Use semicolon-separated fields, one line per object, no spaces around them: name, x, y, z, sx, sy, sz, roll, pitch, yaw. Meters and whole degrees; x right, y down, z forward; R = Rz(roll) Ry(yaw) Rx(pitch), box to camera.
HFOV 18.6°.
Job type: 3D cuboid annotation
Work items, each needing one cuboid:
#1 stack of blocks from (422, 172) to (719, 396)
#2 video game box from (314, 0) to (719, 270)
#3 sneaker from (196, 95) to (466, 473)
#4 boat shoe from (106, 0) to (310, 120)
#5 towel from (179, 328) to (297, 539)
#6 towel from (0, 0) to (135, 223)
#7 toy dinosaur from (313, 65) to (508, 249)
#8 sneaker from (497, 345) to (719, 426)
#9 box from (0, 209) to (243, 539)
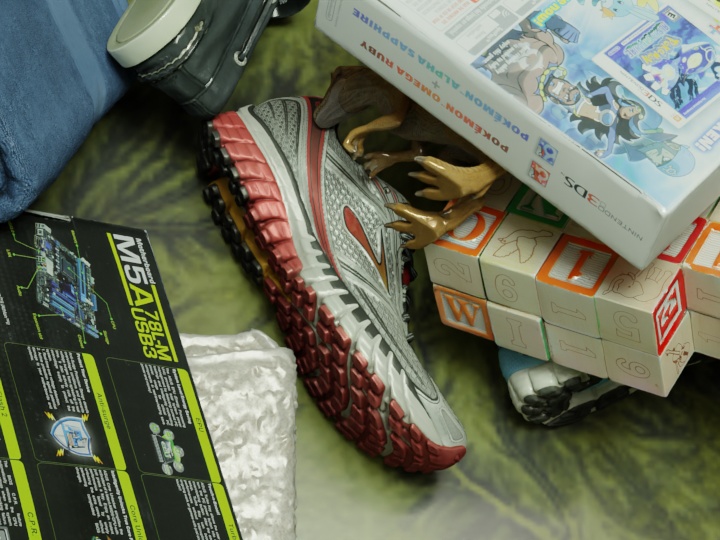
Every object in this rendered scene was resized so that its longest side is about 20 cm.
stack of blocks;0.143;-0.007;0.974;0.199;0.059;0.115;18;55;27
video game box;0.111;-0.116;0.958;0.182;0.047;0.200;37;54;19
sneaker;0.000;0.000;1.020;0.082;0.078;0.201;-22;73;-19
boat shoe;-0.054;-0.145;1.071;0.066;0.074;0.200;48;37;-20
towel;-0.091;0.120;0.976;0.132;0.035;0.201;1;67;-9
towel;-0.154;-0.102;0.980;0.048;0.200;0.112;-18;109;16
toy dinosaur;0.060;-0.062;0.962;0.199;0.061;0.106;12;52;23
sneaker;0.150;-0.004;1.049;0.199;0.078;0.090;-20;69;-17
box;-0.147;0.059;0.891;0.193;0.047;0.201;12;47;-44
